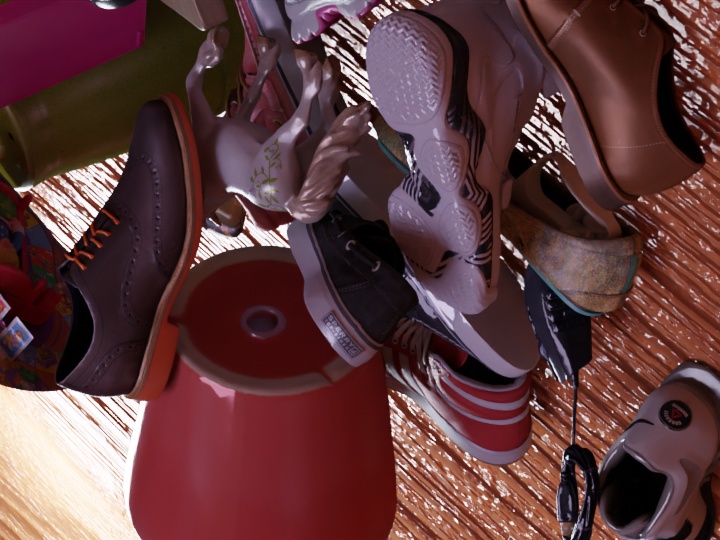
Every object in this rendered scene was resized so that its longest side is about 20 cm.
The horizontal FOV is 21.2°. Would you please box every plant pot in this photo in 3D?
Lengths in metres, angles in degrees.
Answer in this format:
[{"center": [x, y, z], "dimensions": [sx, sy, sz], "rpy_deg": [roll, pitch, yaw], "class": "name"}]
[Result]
[{"center": [-0.199, -0.159, 1.369], "dimensions": [0.200, 0.193, 0.201], "rpy_deg": [39, 150, 28], "class": "plant pot"}, {"center": [-0.066, 0.094, 1.313], "dimensions": [0.200, 0.200, 0.178], "rpy_deg": [37, 142, 30], "class": "plant pot"}]

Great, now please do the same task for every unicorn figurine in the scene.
[{"center": [-0.071, -0.079, 1.212], "dimensions": [0.200, 0.074, 0.138], "rpy_deg": [30, 108, 62], "class": "unicorn figurine"}]

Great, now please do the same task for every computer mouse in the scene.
[{"center": [0.123, 0.077, 1.205], "dimensions": [0.059, 0.034, 0.201], "rpy_deg": [-178, 84, -74], "class": "computer mouse"}]

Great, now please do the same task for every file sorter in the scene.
[{"center": [-0.250, -0.179, 1.208], "dimensions": [0.126, 0.199, 0.139], "rpy_deg": [62, 167, 9], "class": "file sorter"}]

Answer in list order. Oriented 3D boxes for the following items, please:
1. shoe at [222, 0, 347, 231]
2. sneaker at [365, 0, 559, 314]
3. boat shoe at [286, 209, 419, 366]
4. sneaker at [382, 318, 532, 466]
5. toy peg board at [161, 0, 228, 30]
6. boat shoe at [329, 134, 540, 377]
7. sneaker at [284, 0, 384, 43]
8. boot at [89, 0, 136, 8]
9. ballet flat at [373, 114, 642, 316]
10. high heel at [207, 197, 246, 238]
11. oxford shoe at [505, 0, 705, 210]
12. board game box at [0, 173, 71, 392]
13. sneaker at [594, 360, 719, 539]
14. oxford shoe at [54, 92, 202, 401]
[{"center": [-0.064, -0.115, 1.293], "dimensions": [0.091, 0.072, 0.201], "rpy_deg": [-15, 121, 16], "class": "shoe"}, {"center": [0.073, -0.075, 1.100], "dimensions": [0.075, 0.115, 0.201], "rpy_deg": [27, 140, 43], "class": "sneaker"}, {"center": [0.000, 0.000, 1.153], "dimensions": [0.069, 0.057, 0.200], "rpy_deg": [49, -172, -17], "class": "boat shoe"}, {"center": [0.042, 0.046, 1.354], "dimensions": [0.200, 0.071, 0.113], "rpy_deg": [34, 153, 20], "class": "sneaker"}, {"center": [-0.120, -0.276, 1.162], "dimensions": [0.199, 0.098, 0.201], "rpy_deg": [40, 155, 57], "class": "toy peg board"}, {"center": [0.035, -0.001, 1.270], "dimensions": [0.200, 0.072, 0.068], "rpy_deg": [45, 130, -6], "class": "boat shoe"}, {"center": [-0.010, -0.198, 1.132], "dimensions": [0.088, 0.081, 0.200], "rpy_deg": [57, 153, -10], "class": "sneaker"}, {"center": [-0.182, -0.252, 1.058], "dimensions": [0.200, 0.076, 0.168], "rpy_deg": [52, 168, 12], "class": "boot"}, {"center": [0.093, -0.055, 1.167], "dimensions": [0.200, 0.071, 0.071], "rpy_deg": [42, 152, 24], "class": "ballet flat"}, {"center": [-0.127, -0.040, 1.521], "dimensions": [0.200, 0.071, 0.143], "rpy_deg": [50, 153, 48], "class": "high heel"}, {"center": [0.127, -0.133, 1.023], "dimensions": [0.071, 0.071, 0.201], "rpy_deg": [-17, 110, 33], "class": "oxford shoe"}, {"center": [-0.234, -0.015, 1.260], "dimensions": [0.039, 0.158, 0.200], "rpy_deg": [-42, 86, 29], "class": "board game box"}, {"center": [0.180, 0.144, 1.227], "dimensions": [0.074, 0.088, 0.200], "rpy_deg": [37, 151, 28], "class": "sneaker"}, {"center": [-0.147, -0.013, 1.206], "dimensions": [0.071, 0.072, 0.201], "rpy_deg": [30, 113, 60], "class": "oxford shoe"}]
